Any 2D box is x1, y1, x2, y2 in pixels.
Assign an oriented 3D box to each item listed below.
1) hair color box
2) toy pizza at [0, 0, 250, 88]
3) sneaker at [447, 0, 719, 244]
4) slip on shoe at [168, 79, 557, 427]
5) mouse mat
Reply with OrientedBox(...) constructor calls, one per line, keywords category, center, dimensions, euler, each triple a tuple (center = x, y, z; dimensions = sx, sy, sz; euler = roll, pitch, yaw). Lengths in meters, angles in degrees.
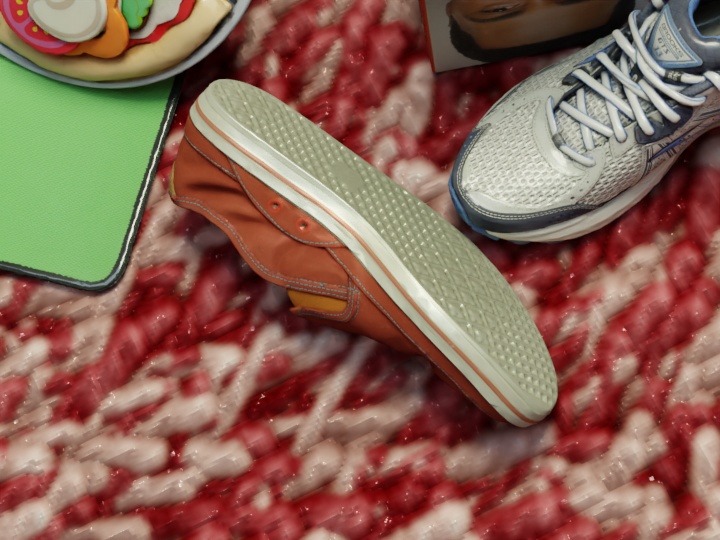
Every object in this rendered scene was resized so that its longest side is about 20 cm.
OrientedBox(category="hair color box", center=(0.066, -0.153, 0.713), dimensions=(0.101, 0.200, 0.061), euler=(-11, 73, 4))
OrientedBox(category="toy pizza", center=(-0.132, -0.167, 0.753), dimensions=(0.200, 0.200, 0.032), euler=(23, 36, 13))
OrientedBox(category="sneaker", center=(0.123, -0.083, 0.746), dimensions=(0.200, 0.085, 0.077), euler=(-30, 72, -2))
OrientedBox(category="slip on shoe", center=(0.000, 0.000, 0.753), dimensions=(0.200, 0.074, 0.061), euler=(39, 116, 9))
OrientedBox(category="mouse mat", center=(-0.183, -0.084, 0.823), dimensions=(0.200, 0.008, 0.161), euler=(13, 75, 11))
